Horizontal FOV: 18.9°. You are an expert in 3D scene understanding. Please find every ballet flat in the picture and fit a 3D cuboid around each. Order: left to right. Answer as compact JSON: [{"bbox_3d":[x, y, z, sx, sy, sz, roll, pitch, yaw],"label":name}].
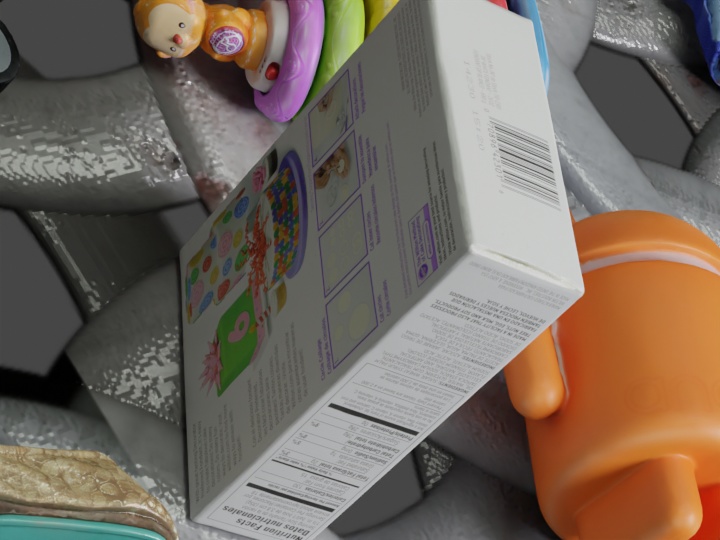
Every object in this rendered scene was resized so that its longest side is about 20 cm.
[{"bbox_3d":[-0.162,0.085,0.785,0.199,0.071,0.065,17,20,-34],"label":"ballet flat"}]

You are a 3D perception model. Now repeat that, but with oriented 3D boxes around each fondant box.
[{"bbox_3d":[0.000,0.000,0.880,0.058,0.200,0.145,20,44,-29],"label":"fondant box"}]

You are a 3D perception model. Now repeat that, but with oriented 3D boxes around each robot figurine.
[{"bbox_3d":[0.133,0.056,1.018,0.143,0.117,0.201,-5,52,-2],"label":"robot figurine"}]

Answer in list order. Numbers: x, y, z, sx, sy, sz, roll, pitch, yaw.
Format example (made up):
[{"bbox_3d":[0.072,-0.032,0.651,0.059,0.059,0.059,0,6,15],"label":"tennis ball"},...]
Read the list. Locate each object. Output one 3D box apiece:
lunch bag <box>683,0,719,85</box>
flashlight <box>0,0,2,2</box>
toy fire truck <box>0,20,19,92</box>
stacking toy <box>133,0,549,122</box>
[{"bbox_3d":[0.285,-0.156,1.380,0.199,0.094,0.151,15,47,-15],"label":"lunch bag"},{"bbox_3d":[-0.172,-0.206,1.019,0.068,0.068,0.201,26,41,-26],"label":"flashlight"},{"bbox_3d":[-0.258,-0.121,0.844,0.199,0.128,0.177,19,44,-42],"label":"toy fire truck"},{"bbox_3d":[-0.015,-0.106,1.056,0.199,0.116,0.110,10,46,-20],"label":"stacking toy"}]
